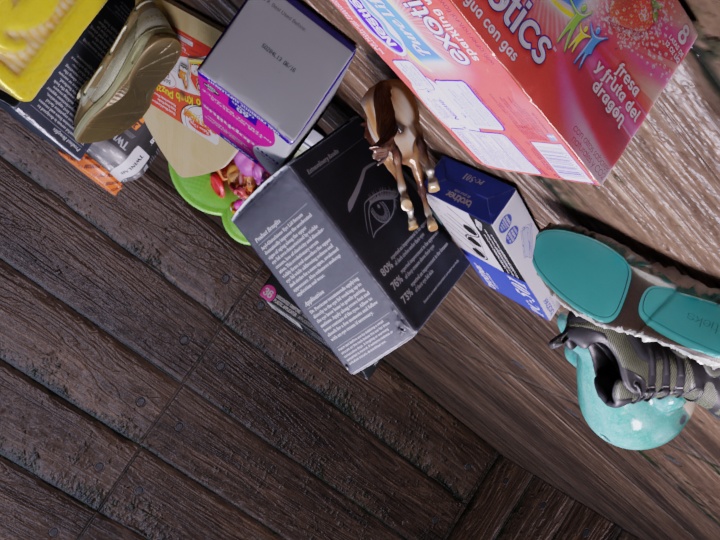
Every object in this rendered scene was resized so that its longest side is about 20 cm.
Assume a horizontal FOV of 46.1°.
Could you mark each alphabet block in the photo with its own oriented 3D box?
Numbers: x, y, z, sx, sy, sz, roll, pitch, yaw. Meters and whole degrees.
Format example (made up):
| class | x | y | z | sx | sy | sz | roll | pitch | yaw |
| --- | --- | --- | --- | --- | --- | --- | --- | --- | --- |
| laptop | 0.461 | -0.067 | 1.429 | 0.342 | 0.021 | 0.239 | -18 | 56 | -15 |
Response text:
| class | x | y | z | sx | sy | sz | roll | pitch | yaw |
| --- | --- | --- | --- | --- | --- | --- | --- | --- | --- |
| alphabet block | -0.425 | -0.339 | 0.955 | 0.198 | 0.197 | 0.196 | 26 | 169 | 45 |

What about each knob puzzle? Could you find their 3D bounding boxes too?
| class | x | y | z | sx | sy | sz | roll | pitch | yaw |
| --- | --- | --- | --- | --- | --- | --- | --- | --- | --- |
| knob puzzle | -0.195 | -0.202 | 0.983 | 0.216 | 0.030 | 0.224 | 20 | 124 | 32 |

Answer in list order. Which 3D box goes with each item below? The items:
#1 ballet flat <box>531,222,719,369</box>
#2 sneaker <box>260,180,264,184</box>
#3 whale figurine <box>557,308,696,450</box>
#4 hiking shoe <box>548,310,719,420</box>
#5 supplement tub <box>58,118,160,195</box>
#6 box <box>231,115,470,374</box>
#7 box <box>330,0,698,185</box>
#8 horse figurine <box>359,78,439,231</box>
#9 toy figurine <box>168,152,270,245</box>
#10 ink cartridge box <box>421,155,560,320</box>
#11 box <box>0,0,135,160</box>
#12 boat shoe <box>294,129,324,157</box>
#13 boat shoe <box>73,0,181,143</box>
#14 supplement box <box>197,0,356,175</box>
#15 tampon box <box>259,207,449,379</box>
| class | x | y | z | sx | sy | sz | roll | pitch | yaw |
| --- | --- | --- | --- | --- | --- | --- | --- | --- | --- |
| ballet flat | 0.231 | 0.024 | 0.695 | 0.198 | 0.072 | 0.072 | 32 | 171 | 32 |
| sneaker | -0.090 | -0.042 | 1.093 | 0.074 | 0.093 | 0.200 | 5 | 164 | 18 |
| whale figurine | 0.271 | 0.120 | 0.903 | 0.199 | 0.105 | 0.158 | 40 | 171 | -39 |
| hiking shoe | 0.266 | 0.093 | 0.791 | 0.199 | 0.102 | 0.076 | 37 | 172 | -5 |
| supplement tub | -0.317 | -0.213 | 1.165 | 0.121 | 0.202 | 0.123 | 33 | 172 | 6 |
| box | -0.006 | -0.029 | 0.849 | 0.104 | 0.148 | 0.201 | -35 | 94 | 39 |
| box | 0.053 | -0.142 | 0.396 | 0.199 | 0.095 | 0.102 | 41 | 170 | -28 |
| horse figurine | 0.031 | -0.109 | 0.727 | 0.200 | 0.049 | 0.135 | 57 | -165 | -78 |
| toy figurine | -0.159 | -0.146 | 1.091 | 0.203 | 0.148 | 0.184 | 62 | 162 | 3 |
| ink cartridge box | 0.139 | -0.027 | 0.848 | 0.093 | 0.045 | 0.200 | 32 | 171 | 39 |
| box | -0.362 | -0.264 | 1.070 | 0.147 | 0.202 | 0.107 | 28 | 169 | 44 |
| boat shoe | -0.052 | -0.118 | 1.076 | 0.071 | 0.063 | 0.200 | 31 | 170 | 27 |
| boat shoe | -0.277 | -0.222 | 0.974 | 0.072 | 0.200 | 0.064 | -15 | -109 | -48 |
| supplement box | -0.083 | -0.169 | 0.793 | 0.100 | 0.104 | 0.200 | 35 | 174 | -5 |
| tampon box | 0.000 | 0.000 | 1.031 | 0.148 | 0.202 | 0.126 | 32 | 171 | 13 |
